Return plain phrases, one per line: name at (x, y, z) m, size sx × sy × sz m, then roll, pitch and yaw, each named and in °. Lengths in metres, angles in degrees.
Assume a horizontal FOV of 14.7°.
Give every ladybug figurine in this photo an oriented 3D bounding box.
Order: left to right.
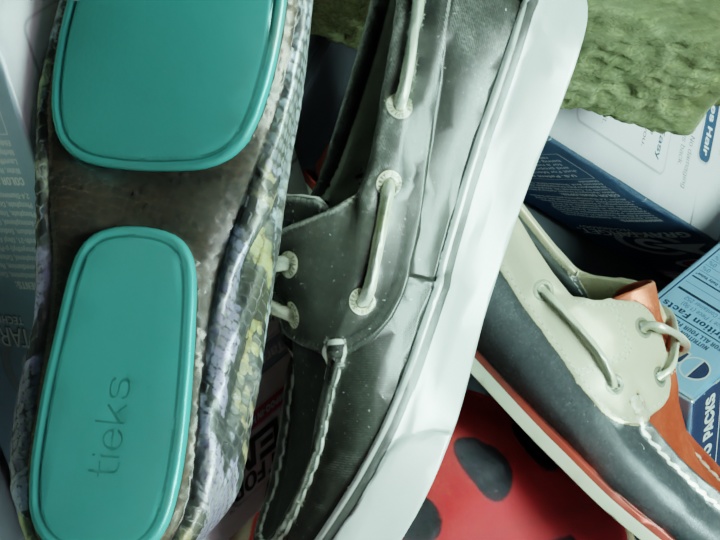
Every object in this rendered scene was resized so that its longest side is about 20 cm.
ladybug figurine at (0.028, 0.100, 0.899) m, size 0.200 × 0.072 × 0.136 m, roll -6°, pitch 86°, yaw -56°

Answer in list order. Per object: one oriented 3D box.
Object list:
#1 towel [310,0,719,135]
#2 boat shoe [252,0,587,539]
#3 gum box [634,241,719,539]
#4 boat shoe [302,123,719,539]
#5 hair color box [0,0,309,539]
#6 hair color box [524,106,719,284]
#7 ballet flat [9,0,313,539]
towel at (0.054, -0.103, 0.826) m, size 0.200 × 0.148 × 0.037 m, roll 12°, pitch 60°, yaw -16°
boat shoe at (0.000, 0.000, 0.791) m, size 0.064 × 0.071 × 0.200 m, roll 21°, pitch 83°, yaw -17°
gum box at (0.161, 0.043, 1.025) m, size 0.200 × 0.045 × 0.170 m, roll -36°, pitch 144°, yaw -32°
boat shoe at (0.066, 0.021, 0.886) m, size 0.063 × 0.200 × 0.071 m, roll -46°, pitch 178°, yaw 4°
hair color box at (-0.070, -0.023, 0.793) m, size 0.099 × 0.061 × 0.200 m, roll -40°, pitch 121°, yaw -43°
hair color box at (0.095, -0.066, 0.998) m, size 0.200 × 0.060 × 0.100 m, roll 27°, pitch 71°, yaw -49°
ballet flat at (-0.050, -0.017, 0.731) m, size 0.072 × 0.072 × 0.201 m, roll 17°, pitch 80°, yaw -51°
